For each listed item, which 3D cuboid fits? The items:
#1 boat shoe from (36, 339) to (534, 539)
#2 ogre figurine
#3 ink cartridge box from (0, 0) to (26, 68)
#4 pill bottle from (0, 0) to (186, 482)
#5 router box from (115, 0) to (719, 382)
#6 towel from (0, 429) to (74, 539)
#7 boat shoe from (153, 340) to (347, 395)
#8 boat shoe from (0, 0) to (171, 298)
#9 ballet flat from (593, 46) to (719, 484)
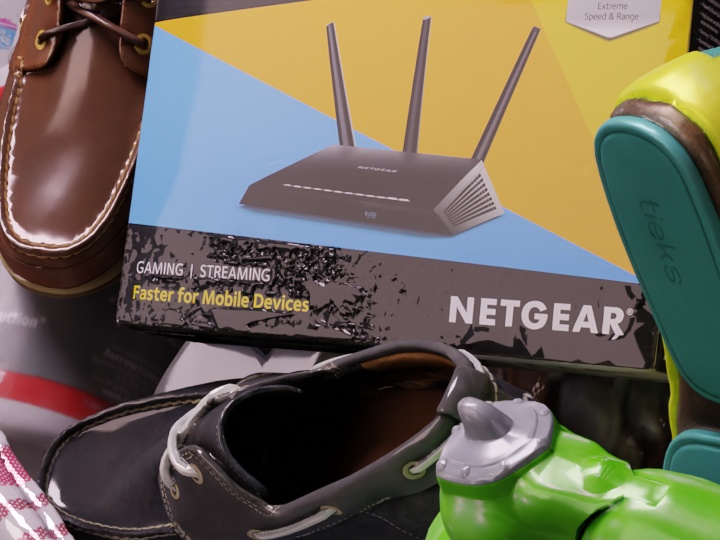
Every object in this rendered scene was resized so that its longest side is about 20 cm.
[{"bbox_3d":[-0.032,0.055,0.663,0.200,0.068,0.072,-6,59,36],"label":"boat shoe"},{"bbox_3d":[0.065,0.102,0.540,0.120,0.200,0.098,33,78,16],"label":"ogre figurine"},{"bbox_3d":[-0.216,-0.079,0.948,0.148,0.086,0.200,-28,52,25],"label":"ink cartridge box"},{"bbox_3d":[-0.110,-0.012,0.816,0.114,0.114,0.200,-23,49,53],"label":"pill bottle"},{"bbox_3d":[0.021,-0.045,0.679,0.200,0.051,0.149,3,83,31],"label":"router box"},{"bbox_3d":[-0.134,0.150,0.652,0.146,0.030,0.200,-40,51,-2],"label":"towel"},{"bbox_3d":[0.000,0.000,0.753,0.200,0.065,0.074,-48,64,13],"label":"boat shoe"},{"bbox_3d":[-0.093,-0.088,0.749,0.068,0.072,0.200,76,-156,-62],"label":"boat shoe"},{"bbox_3d":[0.114,0.030,0.556,0.067,0.067,0.200,20,133,49],"label":"ballet flat"}]
